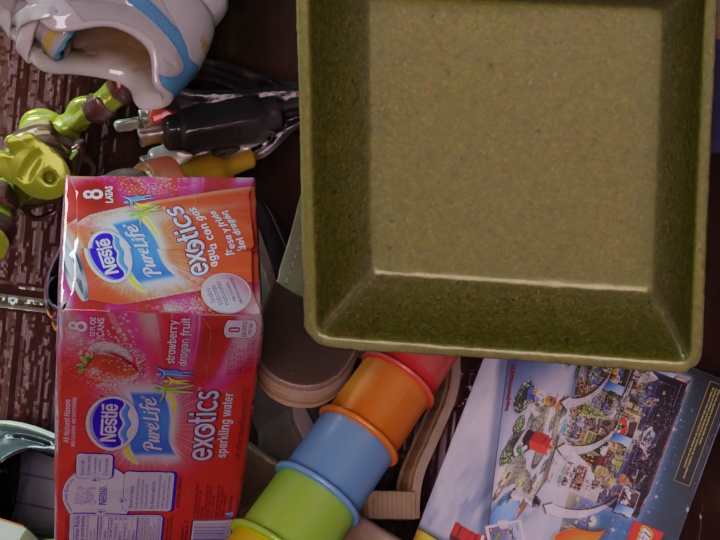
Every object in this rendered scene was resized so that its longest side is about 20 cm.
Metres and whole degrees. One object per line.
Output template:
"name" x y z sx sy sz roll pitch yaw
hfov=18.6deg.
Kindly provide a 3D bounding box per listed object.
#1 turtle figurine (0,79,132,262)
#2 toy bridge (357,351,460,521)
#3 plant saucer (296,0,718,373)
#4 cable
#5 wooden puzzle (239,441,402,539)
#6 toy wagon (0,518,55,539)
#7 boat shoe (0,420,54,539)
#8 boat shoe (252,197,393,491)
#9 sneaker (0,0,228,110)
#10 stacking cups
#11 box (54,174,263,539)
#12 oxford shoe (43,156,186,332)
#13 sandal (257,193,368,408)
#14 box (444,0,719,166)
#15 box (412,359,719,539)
"turtle figurine" -0.192 -0.054 1.230 0.199 0.161 0.065 -30 106 12
"toy bridge" 0.023 0.041 1.237 0.067 0.027 0.201 5 77 -30
"plant saucer" 0.072 -0.057 1.070 0.198 0.048 0.201 4 111 12
"cable" -0.046 -0.086 1.258 0.199 0.050 0.097 -7 51 -7
"wooden puzzle" -0.067 0.198 1.234 0.200 0.037 0.186 27 99 40
"toy wagon" -0.206 0.192 1.239 0.199 0.040 0.155 -26 114 34
"boat shoe" -0.193 0.129 1.252 0.198 0.066 0.075 12 92 22
"boat shoe" -0.035 0.047 1.259 0.062 0.073 0.201 -14 83 -34
"sneaker" -0.170 -0.159 1.166 0.199 0.077 0.081 26 56 -8
"stacking cups" -0.009 0.106 1.162 0.060 0.061 0.200 37 69 5
"box" -0.107 0.051 1.131 0.099 0.201 0.096 1 48 -8
"oxford shoe" -0.145 0.023 1.218 0.071 0.073 0.201 51 142 40
"sandal" -0.005 -0.002 1.181 0.077 0.070 0.212 21 54 8
"box" 0.131 -0.116 1.079 0.199 0.032 0.122 -3 109 11
"box" 0.108 0.132 1.215 0.136 0.038 0.201 21 80 6
